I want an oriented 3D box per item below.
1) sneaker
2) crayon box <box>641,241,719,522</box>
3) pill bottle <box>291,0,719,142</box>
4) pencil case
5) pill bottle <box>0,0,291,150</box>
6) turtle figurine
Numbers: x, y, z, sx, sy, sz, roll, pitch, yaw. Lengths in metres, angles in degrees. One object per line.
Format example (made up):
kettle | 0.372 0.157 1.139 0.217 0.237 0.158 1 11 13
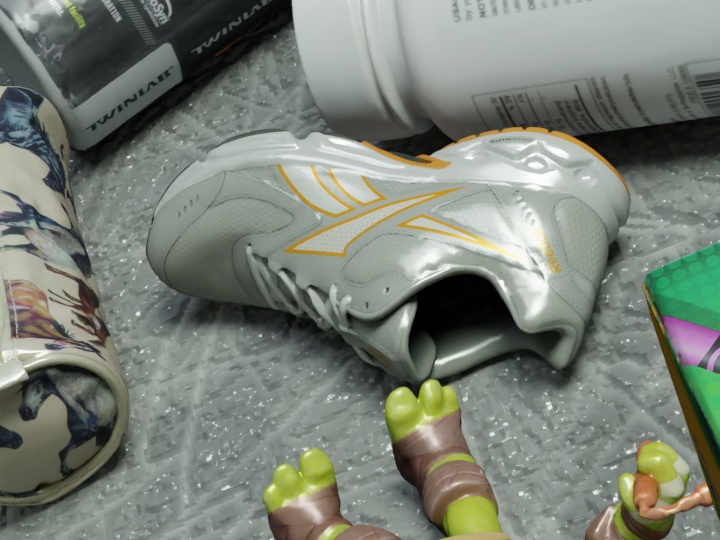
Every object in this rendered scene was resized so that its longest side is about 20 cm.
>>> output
sneaker | 0.000 0.000 0.767 0.199 0.076 0.092 -4 51 25
crayon box | 0.135 0.095 0.504 0.058 0.201 0.119 -22 42 4
pill bottle | 0.081 -0.111 0.803 0.199 0.114 0.114 -6 45 21
pencil case | -0.146 0.005 0.822 0.077 0.090 0.201 -26 42 5
pill bottle | -0.082 -0.154 0.935 0.200 0.107 0.106 -37 43 -11
turtle figurine | 0.043 0.099 0.650 0.200 0.064 0.161 -41 35 -3
